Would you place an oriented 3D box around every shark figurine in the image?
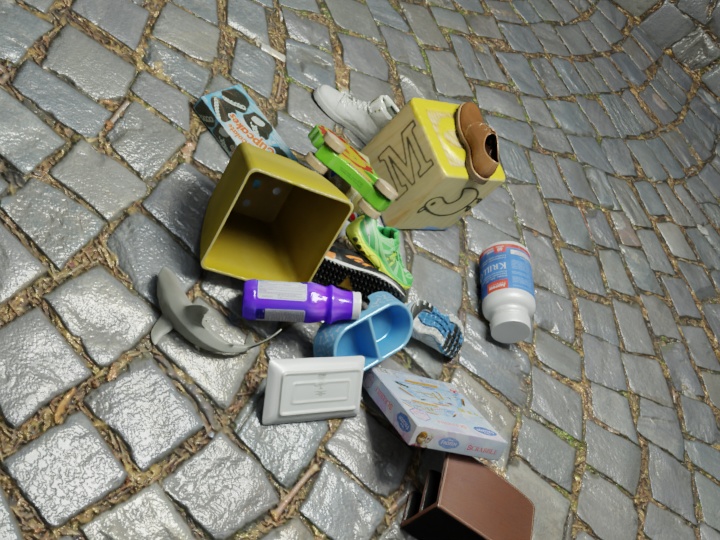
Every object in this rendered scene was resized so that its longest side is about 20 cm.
[{"bbox_3d":[-0.240,0.084,1.496,0.214,0.089,0.128,34,44,-13],"label":"shark figurine"}]

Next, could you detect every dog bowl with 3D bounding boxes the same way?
[{"bbox_3d":[0.011,0.115,1.650,0.199,0.049,0.112,-27,114,-30],"label":"dog bowl"}]

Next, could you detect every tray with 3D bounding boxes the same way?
[{"bbox_3d":[-0.070,0.198,1.556,0.199,0.022,0.108,2,97,-40],"label":"tray"}]

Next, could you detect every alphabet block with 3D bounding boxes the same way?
[{"bbox_3d":[0.145,-0.217,1.967,0.195,0.200,0.197,-3,62,-41],"label":"alphabet block"}]

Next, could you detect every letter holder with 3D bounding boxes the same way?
[{"bbox_3d":[0.187,0.412,1.603,0.200,0.101,0.142,36,41,-14],"label":"letter holder"}]

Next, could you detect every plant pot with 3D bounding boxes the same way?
[{"bbox_3d":[-0.162,-0.108,1.627,0.199,0.200,0.177,17,28,-30],"label":"plant pot"}]

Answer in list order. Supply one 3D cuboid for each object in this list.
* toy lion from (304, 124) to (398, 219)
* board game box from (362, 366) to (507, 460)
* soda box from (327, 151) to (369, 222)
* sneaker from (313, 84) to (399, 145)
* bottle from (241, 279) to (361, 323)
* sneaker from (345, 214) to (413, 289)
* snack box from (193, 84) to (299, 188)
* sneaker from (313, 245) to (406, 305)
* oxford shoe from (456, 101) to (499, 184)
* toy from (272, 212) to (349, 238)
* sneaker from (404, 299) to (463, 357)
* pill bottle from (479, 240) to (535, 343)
[{"bbox_3d":[-0.017,-0.192,1.740,0.200,0.069,0.192,41,14,-2],"label":"toy lion"},{"bbox_3d":[0.125,0.247,1.643,0.199,0.041,0.200,16,17,-31],"label":"board game box"},{"bbox_3d":[-0.018,-0.170,1.848,0.068,0.064,0.200,30,25,-22],"label":"soda box"},{"bbox_3d":[0.004,-0.353,2.014,0.200,0.116,0.074,36,44,-11],"label":"sneaker"},{"bbox_3d":[-0.099,0.054,1.587,0.199,0.084,0.066,3,74,-6],"label":"bottle"},{"bbox_3d":[0.053,-0.035,1.799,0.200,0.084,0.074,49,-6,-39],"label":"sneaker"},{"bbox_3d":[-0.217,-0.259,1.811,0.200,0.037,0.116,52,42,4],"label":"snack box"},{"bbox_3d":[0.000,0.000,1.746,0.199,0.070,0.090,22,37,3],"label":"sneaker"},{"bbox_3d":[0.244,-0.269,1.889,0.071,0.071,0.201,13,50,-32],"label":"oxford shoe"},{"bbox_3d":[-0.077,-0.112,1.812,0.200,0.047,0.115,-27,81,-47],"label":"toy"},{"bbox_3d":[0.124,0.105,1.805,0.200,0.086,0.075,38,66,-43],"label":"sneaker"},{"bbox_3d":[0.308,0.046,1.972,0.112,0.112,0.201,24,46,-25],"label":"pill bottle"}]
